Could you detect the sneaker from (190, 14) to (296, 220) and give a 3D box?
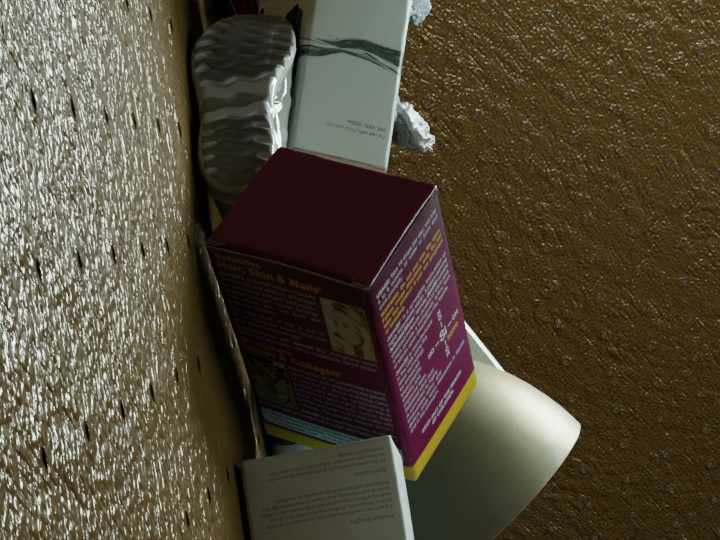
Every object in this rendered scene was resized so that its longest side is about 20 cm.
[{"bbox_3d":[-0.087,-0.107,1.539,0.082,0.074,0.201,88,6,-46],"label":"sneaker"}]

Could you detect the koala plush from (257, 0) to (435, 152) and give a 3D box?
[{"bbox_3d":[-0.016,-0.181,2.114,0.200,0.176,0.185,75,18,-57],"label":"koala plush"}]

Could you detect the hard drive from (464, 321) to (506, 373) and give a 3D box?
[{"bbox_3d":[0.083,0.058,1.845,0.200,0.027,0.132,51,-1,-10],"label":"hard drive"}]

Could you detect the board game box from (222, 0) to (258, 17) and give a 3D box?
[{"bbox_3d":[-0.079,-0.161,1.803,0.120,0.032,0.201,83,-12,-77],"label":"board game box"}]

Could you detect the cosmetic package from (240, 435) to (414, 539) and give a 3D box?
[{"bbox_3d":[-0.011,0.220,1.400,0.085,0.107,0.202,68,14,-75],"label":"cosmetic package"}]

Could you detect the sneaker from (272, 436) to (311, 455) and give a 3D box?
[{"bbox_3d":[-0.037,0.072,1.659,0.200,0.075,0.088,-75,149,-75],"label":"sneaker"}]

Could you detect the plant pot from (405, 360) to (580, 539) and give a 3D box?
[{"bbox_3d":[0.058,0.144,1.699,0.135,0.200,0.200,46,7,-4],"label":"plant pot"}]

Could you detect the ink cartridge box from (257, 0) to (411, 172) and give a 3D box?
[{"bbox_3d":[-0.027,-0.165,1.637,0.146,0.082,0.202,160,-60,-67],"label":"ink cartridge box"}]

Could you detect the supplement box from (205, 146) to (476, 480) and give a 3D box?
[{"bbox_3d":[-0.009,0.031,1.467,0.103,0.130,0.201,-54,148,-33],"label":"supplement box"}]

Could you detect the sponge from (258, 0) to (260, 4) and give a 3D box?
[{"bbox_3d":[-0.087,-0.264,1.813,0.112,0.030,0.201,66,0,-56],"label":"sponge"}]
